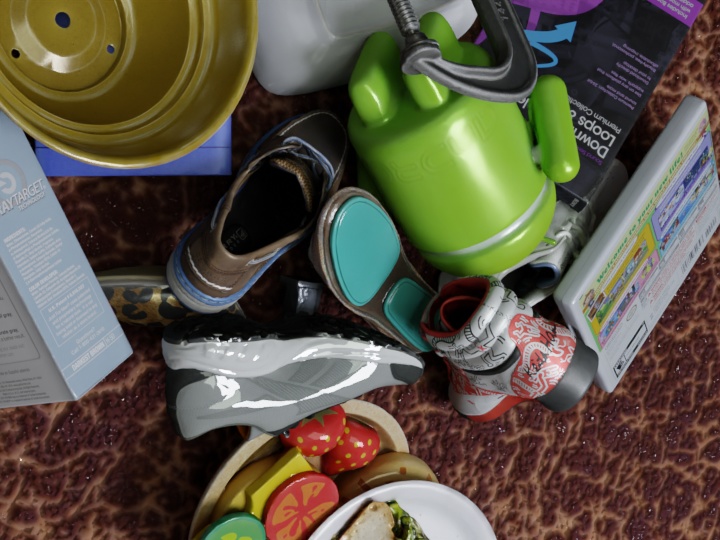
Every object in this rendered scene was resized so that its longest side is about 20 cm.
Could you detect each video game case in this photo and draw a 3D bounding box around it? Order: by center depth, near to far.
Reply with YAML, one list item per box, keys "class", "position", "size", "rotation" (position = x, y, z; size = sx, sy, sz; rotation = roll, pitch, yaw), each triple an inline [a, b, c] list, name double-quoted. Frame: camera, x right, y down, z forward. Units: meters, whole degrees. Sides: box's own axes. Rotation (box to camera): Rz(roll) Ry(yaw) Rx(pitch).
- class: "video game case"
  position: [0.238, -0.016, 0.934]
  size: [0.201, 0.022, 0.182]
  rotation: [-54, 147, -11]

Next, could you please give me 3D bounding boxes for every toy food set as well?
- class: "toy food set"
  position: [-0.038, 0.187, 0.825]
  size: [0.198, 0.049, 0.201]
  rotation: [-42, 132, -11]

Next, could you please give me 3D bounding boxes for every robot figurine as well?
- class: "robot figurine"
  position: [0.066, -0.079, 0.797]
  size: [0.201, 0.174, 0.117]
  rotation: [55, 34, -32]

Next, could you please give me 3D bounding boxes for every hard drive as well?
- class: "hard drive"
  position: [-0.152, -0.165, 0.746]
  size: [0.130, 0.025, 0.203]
  rotation: [-1, 97, -9]

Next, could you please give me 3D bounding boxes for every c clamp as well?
- class: "c clamp"
  position: [0.033, -0.191, 0.729]
  size: [0.169, 0.027, 0.202]
  rotation: [-8, 67, -42]

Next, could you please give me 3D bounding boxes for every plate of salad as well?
- class: "plate of salad"
  position: [0.029, 0.255, 0.821]
  size: [0.198, 0.048, 0.203]
  rotation: [-5, 101, -28]

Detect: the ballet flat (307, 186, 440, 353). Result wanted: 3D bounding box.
- class: "ballet flat"
  position: [0.000, 0.000, 0.807]
  size: [0.068, 0.067, 0.200]
  rotation: [-51, 143, -14]

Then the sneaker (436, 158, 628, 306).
- class: "sneaker"
  position: [0.155, -0.019, 0.904]
  size: [0.200, 0.087, 0.075]
  rotation: [-44, 112, -16]

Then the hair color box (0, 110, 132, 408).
- class: "hair color box"
  position: [-0.232, -0.016, 0.693]
  size: [0.061, 0.098, 0.202]
  rotation: [-44, 117, -48]

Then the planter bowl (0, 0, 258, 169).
- class: "planter bowl"
  position: [-0.165, -0.158, 0.672]
  size: [0.198, 0.083, 0.204]
  rotation: [2, 87, -38]

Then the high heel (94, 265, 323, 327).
- class: "high heel"
  position: [-0.119, 0.072, 0.788]
  size: [0.197, 0.071, 0.145]
  rotation: [4, 97, -29]

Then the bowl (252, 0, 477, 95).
- class: "bowl"
  position: [-0.002, -0.241, 0.805]
  size: [0.198, 0.074, 0.203]
  rotation: [-21, 104, -24]

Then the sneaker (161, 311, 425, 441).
- class: "sneaker"
  position: [-0.045, 0.073, 0.759]
  size: [0.198, 0.074, 0.081]
  rotation: [1, 101, -33]

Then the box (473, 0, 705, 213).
- class: "box"
  position: [0.165, -0.168, 0.883]
  size: [0.142, 0.036, 0.202]
  rotation: [31, 82, 4]

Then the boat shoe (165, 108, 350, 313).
- class: "boat shoe"
  position: [-0.052, -0.051, 0.766]
  size: [0.072, 0.072, 0.201]
  rotation: [41, 50, -11]

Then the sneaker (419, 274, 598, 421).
- class: "sneaker"
  position: [0.086, 0.056, 0.830]
  size: [0.107, 0.201, 0.068]
  rotation: [36, 74, -10]
